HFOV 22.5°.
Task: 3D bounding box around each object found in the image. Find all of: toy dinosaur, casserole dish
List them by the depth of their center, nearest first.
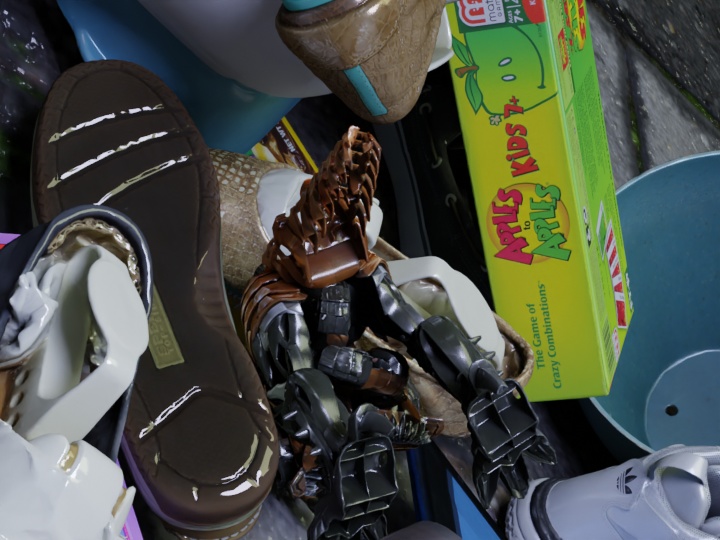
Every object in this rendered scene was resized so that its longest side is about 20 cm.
[{"bbox_3d":[-0.010,0.035,0.676,0.136,0.102,0.200,52,-7,36],"label":"toy dinosaur"},{"bbox_3d":[-0.062,-0.126,0.822,0.121,0.039,0.200,51,31,-9],"label":"casserole dish"}]

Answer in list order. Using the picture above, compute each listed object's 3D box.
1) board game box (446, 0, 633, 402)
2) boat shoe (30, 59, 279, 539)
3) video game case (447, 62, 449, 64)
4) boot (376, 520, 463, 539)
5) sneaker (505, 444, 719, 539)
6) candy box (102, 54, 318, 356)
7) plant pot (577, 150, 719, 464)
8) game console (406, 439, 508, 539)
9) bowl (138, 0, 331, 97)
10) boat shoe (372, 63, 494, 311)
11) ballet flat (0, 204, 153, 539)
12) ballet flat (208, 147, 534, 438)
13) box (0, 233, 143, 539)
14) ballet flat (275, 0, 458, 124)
[{"bbox_3d":[0.083,-0.053,0.833,0.102,0.047,0.201,-56,137,-64],"label":"board game box"},{"bbox_3d":[-0.084,0.016,0.689,0.071,0.076,0.201,-8,61,-13],"label":"boat shoe"},{"bbox_3d":[0.017,-0.159,0.957,0.143,0.017,0.200,36,14,-35],"label":"video game case"},{"bbox_3d":[-0.033,0.197,0.549,0.199,0.068,0.190,-26,125,-33],"label":"boot"},{"bbox_3d":[0.171,0.157,0.888,0.200,0.115,0.075,42,40,-27],"label":"sneaker"},{"bbox_3d":[-0.042,-0.019,0.816,0.201,0.026,0.102,57,33,-2],"label":"candy box"},{"bbox_3d":[0.206,0.055,0.993,0.135,0.198,0.201,83,-2,-58],"label":"plant pot"},{"bbox_3d":[0.113,0.159,0.760,0.200,0.170,0.119,53,46,-27],"label":"game console"},{"bbox_3d":[-0.060,-0.172,0.759,0.200,0.074,0.201,43,35,-20],"label":"bowl"},{"bbox_3d":[0.050,-0.057,0.955,0.068,0.056,0.201,25,45,-44],"label":"boat shoe"},{"bbox_3d":[-0.098,0.054,0.550,0.073,0.073,0.201,40,35,-29],"label":"ballet flat"},{"bbox_3d":[0.000,0.000,0.771,0.200,0.065,0.071,35,44,-29],"label":"ballet flat"},{"bbox_3d":[-0.132,0.081,0.582,0.136,0.039,0.201,5,60,-54],"label":"box"},{"bbox_3d":[0.019,-0.122,0.701,0.073,0.067,0.201,62,26,-30],"label":"ballet flat"}]
